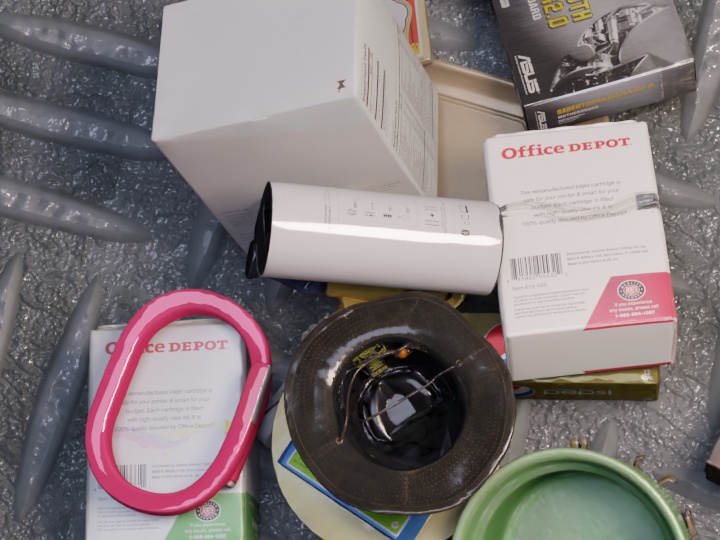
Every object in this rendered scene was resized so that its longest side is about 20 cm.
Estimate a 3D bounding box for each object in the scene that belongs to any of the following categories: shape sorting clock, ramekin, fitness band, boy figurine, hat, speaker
[{"bbox_3d":[0.023,0.145,1.620,0.198,0.039,0.201,-3,70,9],"label":"shape sorting clock"},{"bbox_3d":[0.180,0.244,1.564,0.199,0.098,0.202,0,88,18],"label":"ramekin"},{"bbox_3d":[-0.155,0.113,1.635,0.143,0.037,0.201,17,75,15],"label":"fitness band"},{"bbox_3d":[0.000,0.000,1.647,0.199,0.064,0.125,16,102,-8],"label":"boy figurine"},{"bbox_3d":[0.036,0.122,1.564,0.199,0.081,0.202,-5,62,9],"label":"hat"},{"bbox_3d":[0.014,-0.027,1.574,0.198,0.081,0.082,4,74,-12],"label":"speaker"}]

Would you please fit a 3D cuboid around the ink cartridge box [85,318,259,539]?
[{"bbox_3d":[-0.165,0.151,1.687,0.144,0.088,0.202,-3,75,7],"label":"ink cartridge box"}]

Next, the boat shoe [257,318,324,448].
[{"bbox_3d":[-0.022,0.077,1.698,0.200,0.071,0.070,-40,64,-6],"label":"boat shoe"}]

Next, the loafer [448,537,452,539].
[{"bbox_3d":[0.079,0.277,1.632,0.062,0.072,0.201,-13,76,-16],"label":"loafer"}]

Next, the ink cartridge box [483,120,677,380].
[{"bbox_3d":[0.186,-0.018,1.624,0.144,0.085,0.201,-6,59,4],"label":"ink cartridge box"}]

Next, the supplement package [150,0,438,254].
[{"bbox_3d":[-0.052,-0.138,1.659,0.190,0.200,0.148,-10,58,19],"label":"supplement package"}]

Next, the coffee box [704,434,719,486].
[{"bbox_3d":[0.387,0.110,1.616,0.114,0.080,0.201,28,80,15],"label":"coffee box"}]

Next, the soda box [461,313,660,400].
[{"bbox_3d":[0.163,0.076,1.667,0.198,0.068,0.065,-1,73,9],"label":"soda box"}]

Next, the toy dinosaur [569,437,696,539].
[{"bbox_3d":[0.236,0.234,1.628,0.100,0.058,0.201,-16,84,16],"label":"toy dinosaur"}]

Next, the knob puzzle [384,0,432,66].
[{"bbox_3d":[-0.031,-0.266,1.798,0.218,0.030,0.221,-7,67,16],"label":"knob puzzle"}]

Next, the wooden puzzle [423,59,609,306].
[{"bbox_3d":[0.114,-0.076,1.738,0.184,0.037,0.201,17,82,13],"label":"wooden puzzle"}]

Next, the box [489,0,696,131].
[{"bbox_3d":[0.204,-0.230,1.728,0.157,0.048,0.201,-15,55,5],"label":"box"}]
